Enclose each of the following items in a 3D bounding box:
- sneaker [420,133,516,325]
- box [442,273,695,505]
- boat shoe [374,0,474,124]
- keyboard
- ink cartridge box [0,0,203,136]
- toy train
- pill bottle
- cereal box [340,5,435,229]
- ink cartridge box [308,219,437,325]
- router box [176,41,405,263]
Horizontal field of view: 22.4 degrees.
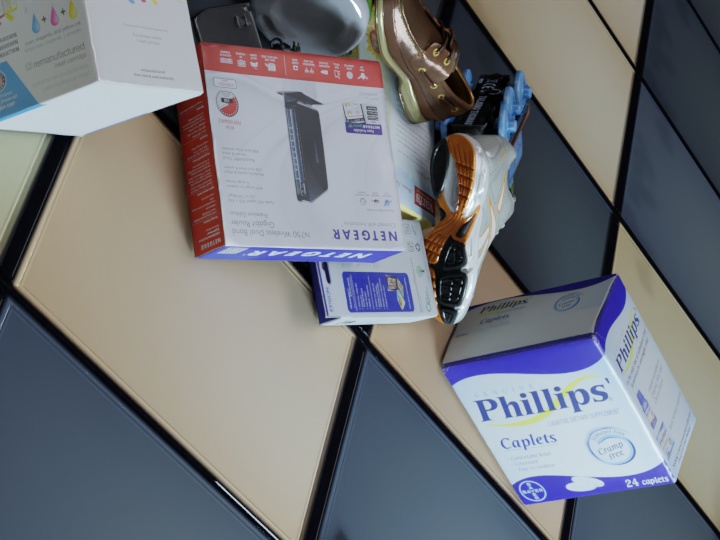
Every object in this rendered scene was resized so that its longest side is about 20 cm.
[{"bbox_3d":[0.114,-0.041,1.793,0.092,0.076,0.200,-13,122,-41],"label":"sneaker"},{"bbox_3d":[0.211,0.124,1.847,0.200,0.184,0.105,58,38,-24],"label":"box"},{"bbox_3d":[0.061,-0.215,1.733,0.200,0.067,0.072,64,31,-53],"label":"boat shoe"},{"bbox_3d":[-0.087,-0.143,1.639,0.127,0.021,0.200,-18,94,-46],"label":"keyboard"},{"bbox_3d":[-0.220,-0.216,1.371,0.125,0.128,0.200,-2,79,-57],"label":"ink cartridge box"},{"bbox_3d":[0.128,-0.138,1.901,0.200,0.087,0.114,-61,151,-62],"label":"toy train"},{"bbox_3d":[-0.030,-0.307,1.715,0.111,0.111,0.200,47,42,-37],"label":"pill bottle"},{"bbox_3d":[0.023,-0.152,1.800,0.144,0.039,0.200,31,54,-51],"label":"cereal box"},{"bbox_3d":[0.000,0.000,1.707,0.200,0.039,0.100,3,75,-58],"label":"ink cartridge box"},{"bbox_3d":[-0.061,-0.100,1.592,0.200,0.049,0.180,0,76,-39],"label":"router box"}]
